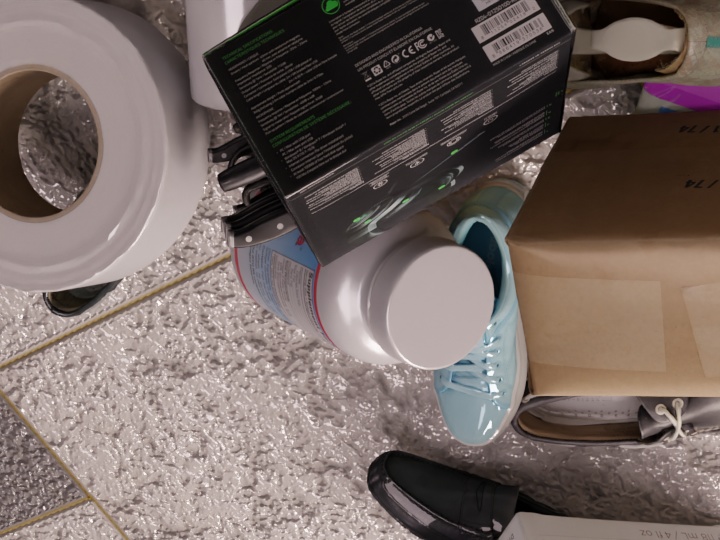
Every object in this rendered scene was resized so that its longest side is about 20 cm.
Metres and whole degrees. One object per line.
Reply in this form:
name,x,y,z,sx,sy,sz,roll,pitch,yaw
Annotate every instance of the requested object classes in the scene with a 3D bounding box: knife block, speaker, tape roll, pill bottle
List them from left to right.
tape roll,-0.207,-0.086,1.084,0.202,0.071,0.203,2,96,18
speaker,-0.076,-0.206,1.020,0.081,0.081,0.200,7,116,15
pill bottle,0.000,0.000,1.075,0.200,0.109,0.109,24,142,55
knife block,0.002,-0.079,1.027,0.200,0.176,0.064,-1,124,37

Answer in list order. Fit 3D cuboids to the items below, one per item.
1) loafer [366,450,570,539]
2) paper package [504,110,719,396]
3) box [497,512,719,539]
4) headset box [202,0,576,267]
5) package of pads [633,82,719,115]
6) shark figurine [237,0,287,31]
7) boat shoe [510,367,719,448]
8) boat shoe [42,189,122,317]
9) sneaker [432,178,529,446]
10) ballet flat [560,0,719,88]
loafer,0.101,0.191,1.253,0.200,0.068,0.070,27,131,-9
paper package,0.203,-0.014,0.912,0.200,0.191,0.104,-2,117,22
box,0.180,0.297,1.208,0.199,0.131,0.200,7,132,-24
headset box,0.022,-0.096,0.899,0.174,0.200,0.093,-30,78,0
package of pads,0.246,-0.064,1.025,0.154,0.068,0.200,20,128,8
shark figurine,-0.042,-0.219,0.920,0.214,0.089,0.128,-46,60,61
boat shoe,0.207,0.098,1.155,0.200,0.060,0.074,3,125,18
boat shoe,-0.182,-0.037,1.204,0.076,0.060,0.200,32,127,0
sneaker,0.076,0.037,1.118,0.074,0.082,0.200,10,108,24
ballet flat,0.151,-0.143,0.954,0.200,0.062,0.068,8,101,57
